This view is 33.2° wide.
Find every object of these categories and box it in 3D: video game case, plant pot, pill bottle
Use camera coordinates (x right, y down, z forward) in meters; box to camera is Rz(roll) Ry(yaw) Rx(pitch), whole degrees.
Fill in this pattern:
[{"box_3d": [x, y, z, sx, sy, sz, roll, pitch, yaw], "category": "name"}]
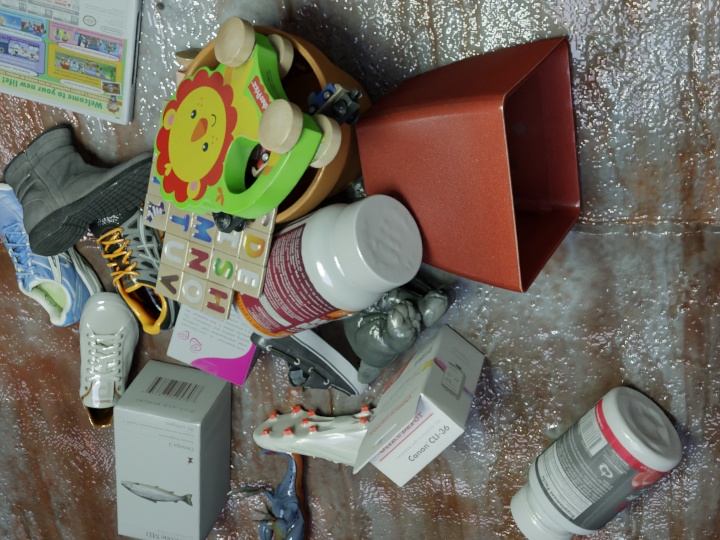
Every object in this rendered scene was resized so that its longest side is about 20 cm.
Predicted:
[{"box_3d": [-0.346, -0.274, 1.369, 0.199, 0.022, 0.183, 15, 119, 7], "category": "video game case"}, {"box_3d": [-0.075, -0.148, 1.262, 0.199, 0.140, 0.201, 3, 96, 33], "category": "plant pot"}, {"box_3d": [-0.037, -0.004, 1.224, 0.200, 0.110, 0.110, -21, 110, 45], "category": "pill bottle"}, {"box_3d": [0.267, 0.236, 1.400, 0.111, 0.111, 0.200, 38, 120, -5], "category": "pill bottle"}, {"box_3d": [0.107, -0.113, 1.234, 0.175, 0.200, 0.201, 4, 118, 26], "category": "plant pot"}]

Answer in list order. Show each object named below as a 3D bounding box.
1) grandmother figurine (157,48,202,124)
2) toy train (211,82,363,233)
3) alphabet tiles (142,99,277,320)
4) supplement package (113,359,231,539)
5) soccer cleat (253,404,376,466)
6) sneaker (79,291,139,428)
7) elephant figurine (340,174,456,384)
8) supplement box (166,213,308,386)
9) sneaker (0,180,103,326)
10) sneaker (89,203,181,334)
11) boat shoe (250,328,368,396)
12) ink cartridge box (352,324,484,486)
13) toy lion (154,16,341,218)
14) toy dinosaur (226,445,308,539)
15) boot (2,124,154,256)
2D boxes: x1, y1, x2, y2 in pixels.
[{"box_3d": [-0.184, -0.145, 1.366, 0.121, 0.060, 0.201, 26, 123, 36], "category": "grandmother figurine"}, {"box_3d": [-0.073, -0.111, 1.158, 0.200, 0.034, 0.046, -41, 63, 21], "category": "toy train"}, {"box_3d": [-0.156, -0.059, 1.234, 0.167, 0.008, 0.201, 18, 103, 29], "category": "alphabet tiles"}, {"box_3d": [-0.237, 0.236, 1.539, 0.116, 0.117, 0.201, 9, 118, 10], "category": "supplement package"}, {"box_3d": [-0.037, 0.212, 1.501, 0.199, 0.069, 0.078, -6, 117, 15], "category": "soccer cleat"}, {"box_3d": [-0.312, 0.117, 1.498, 0.072, 0.085, 0.201, 0, 133, -12], "category": "sneaker"}, {"box_3d": [0.000, 0.000, 1.363, 0.200, 0.142, 0.155, 45, 75, 1], "category": "elephant figurine"}, {"box_3d": [-0.143, 0.018, 1.412, 0.101, 0.103, 0.201, 23, 118, 2], "category": "supplement box"}, {"box_3d": [-0.392, -0.021, 1.477, 0.076, 0.077, 0.200, -28, 104, 28], "category": "sneaker"}, {"box_3d": [-0.272, -0.012, 1.448, 0.078, 0.077, 0.200, -28, 104, 28], "category": "sneaker"}, {"box_3d": [-0.061, 0.107, 1.404, 0.066, 0.070, 0.200, -47, 142, -2], "category": "boat shoe"}, {"box_3d": [0.068, 0.162, 1.368, 0.067, 0.200, 0.117, 40, 120, -6], "category": "ink cartridge box"}, {"box_3d": [-0.125, -0.125, 1.150, 0.068, 0.200, 0.192, 15, 125, -43], "category": "toy lion"}, {"box_3d": [-0.102, 0.305, 1.580, 0.105, 0.200, 0.182, 32, 101, 41], "category": "toy dinosaur"}, {"box_3d": [-0.324, -0.119, 1.397, 0.199, 0.070, 0.132, -29, 68, 10], "category": "boot"}]
